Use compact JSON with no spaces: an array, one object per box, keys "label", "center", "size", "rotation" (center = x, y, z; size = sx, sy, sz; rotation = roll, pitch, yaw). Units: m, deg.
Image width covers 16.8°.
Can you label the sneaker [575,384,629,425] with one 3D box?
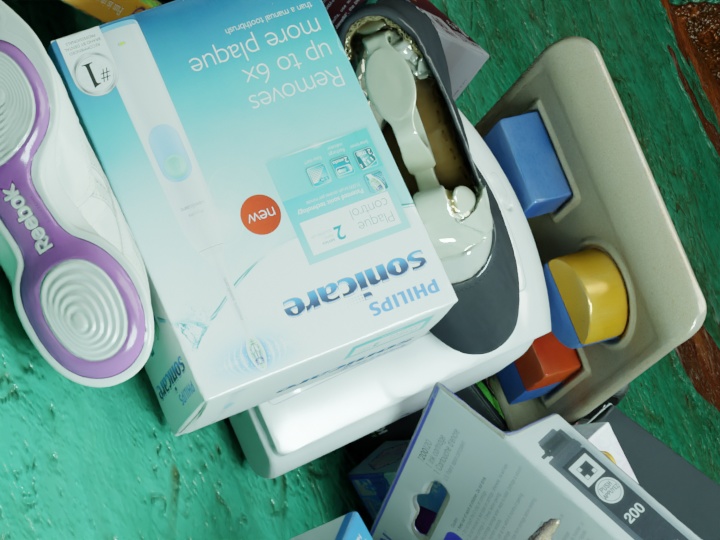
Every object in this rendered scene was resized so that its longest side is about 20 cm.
[{"label":"sneaker","center":[0.111,0.114,1.561],"size":[0.079,0.200,0.096],"rotation":[10,62,-24]}]

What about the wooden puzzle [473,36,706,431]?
[{"label":"wooden puzzle","center":[0.102,-0.011,1.412],"size":[0.046,0.200,0.186],"rotation":[-12,73,-30]}]

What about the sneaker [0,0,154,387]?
[{"label":"sneaker","center":[-0.157,-0.034,1.167],"size":[0.100,0.075,0.201],"rotation":[70,-4,-86]}]

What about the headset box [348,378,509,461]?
[{"label":"headset box","center":[0.008,0.011,1.518],"size":[0.174,0.093,0.200],"rotation":[53,21,-31]}]

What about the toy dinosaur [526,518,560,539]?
[{"label":"toy dinosaur","center":[0.053,0.201,1.289],"size":[0.086,0.135,0.201],"rotation":[-42,148,-36]}]

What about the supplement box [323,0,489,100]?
[{"label":"supplement box","center":[-0.022,-0.184,1.546],"size":[0.200,0.061,0.109],"rotation":[44,13,24]}]

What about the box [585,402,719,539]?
[{"label":"box","center":[0.186,0.196,1.426],"size":[0.200,0.079,0.141],"rotation":[38,-35,22]}]

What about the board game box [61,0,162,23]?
[{"label":"board game box","center":[-0.160,-0.163,1.311],"size":[0.095,0.030,0.200],"rotation":[37,8,25]}]

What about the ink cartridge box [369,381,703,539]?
[{"label":"ink cartridge box","center":[0.100,0.168,1.324],"size":[0.200,0.198,0.043],"rotation":[41,53,15]}]

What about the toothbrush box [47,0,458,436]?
[{"label":"toothbrush box","center":[-0.062,-0.037,1.252],"size":[0.201,0.146,0.085],"rotation":[67,-20,9]}]

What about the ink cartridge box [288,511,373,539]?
[{"label":"ink cartridge box","center":[0.000,0.242,1.184],"size":[0.200,0.086,0.147],"rotation":[59,17,-12]}]

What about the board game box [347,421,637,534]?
[{"label":"board game box","center":[0.107,0.186,1.407],"size":[0.041,0.199,0.201],"rotation":[-37,106,-35]}]

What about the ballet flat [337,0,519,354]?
[{"label":"ballet flat","center":[0.031,-0.052,1.289],"size":[0.073,0.073,0.201],"rotation":[5,68,-70]}]

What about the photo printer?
[{"label":"photo printer","center":[0.000,0.000,1.345],"size":[0.167,0.199,0.069],"rotation":[64,-20,3]}]

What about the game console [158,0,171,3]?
[{"label":"game console","center":[-0.119,-0.202,1.565],"size":[0.177,0.031,0.201],"rotation":[43,26,-39]}]
